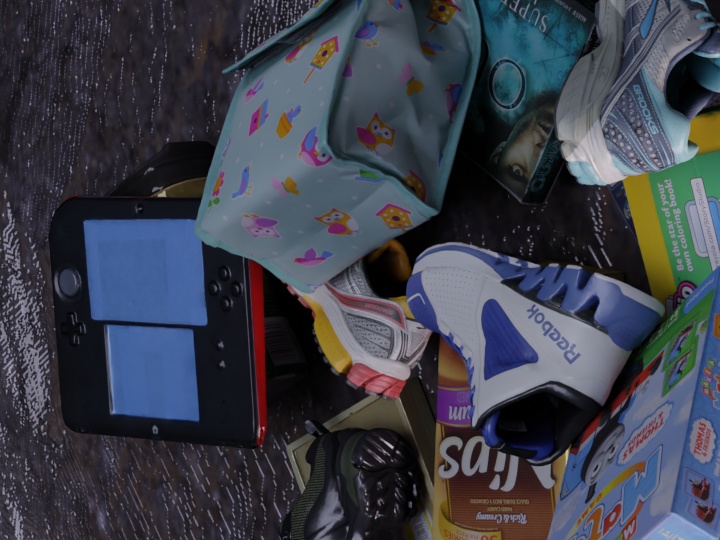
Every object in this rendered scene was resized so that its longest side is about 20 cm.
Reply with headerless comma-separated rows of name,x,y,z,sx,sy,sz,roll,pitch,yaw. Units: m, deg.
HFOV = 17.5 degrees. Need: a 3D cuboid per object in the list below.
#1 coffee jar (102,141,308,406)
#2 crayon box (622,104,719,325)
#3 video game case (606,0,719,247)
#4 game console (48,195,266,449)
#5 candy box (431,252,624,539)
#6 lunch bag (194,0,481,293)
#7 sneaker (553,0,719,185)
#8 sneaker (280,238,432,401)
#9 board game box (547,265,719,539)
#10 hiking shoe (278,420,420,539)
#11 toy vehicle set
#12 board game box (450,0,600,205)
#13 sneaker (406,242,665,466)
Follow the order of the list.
coffee jar,-0.119,0.009,1.730,0.104,0.085,0.201,-35,70,39
crayon box,0.253,-0.004,1.372,0.172,0.058,0.201,-10,98,42
video game case,0.222,-0.107,1.440,0.200,0.023,0.183,-41,67,37
game console,-0.148,0.035,1.680,0.199,0.031,0.178,2,94,40
candy box,0.109,0.094,1.544,0.116,0.056,0.201,8,101,42
lunch bag,-0.012,-0.113,1.537,0.170,0.122,0.201,-29,41,51
sneaker,0.184,-0.132,1.370,0.086,0.078,0.201,-1,54,31
sneaker,0.000,0.000,1.614,0.082,0.078,0.200,-52,44,20
board game box,0.161,0.111,1.324,0.036,0.200,0.151,30,132,-10
hiking shoe,-0.012,0.206,1.630,0.100,0.075,0.201,7,90,51
toy vehicle set,0.026,0.192,1.651,0.124,0.026,0.201,-32,72,41
board game box,0.080,-0.150,1.545,0.200,0.028,0.136,43,121,42
sneaker,0.087,0.053,1.426,0.199,0.080,0.116,8,71,54
